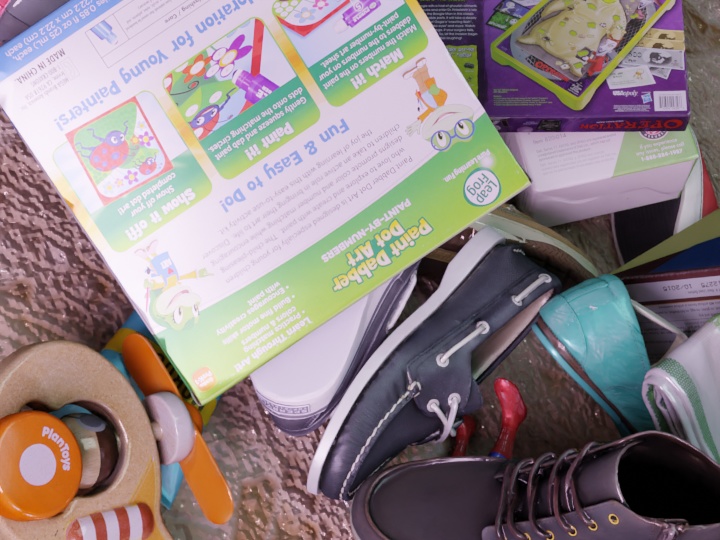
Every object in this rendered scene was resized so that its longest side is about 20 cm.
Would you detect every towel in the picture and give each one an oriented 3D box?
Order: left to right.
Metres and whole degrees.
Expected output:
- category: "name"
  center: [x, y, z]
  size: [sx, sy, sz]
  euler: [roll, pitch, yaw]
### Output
- category: "towel"
  center: [0.253, 0.076, 0.864]
  size: [0.199, 0.031, 0.150]
  euler: [-30, 103, -29]

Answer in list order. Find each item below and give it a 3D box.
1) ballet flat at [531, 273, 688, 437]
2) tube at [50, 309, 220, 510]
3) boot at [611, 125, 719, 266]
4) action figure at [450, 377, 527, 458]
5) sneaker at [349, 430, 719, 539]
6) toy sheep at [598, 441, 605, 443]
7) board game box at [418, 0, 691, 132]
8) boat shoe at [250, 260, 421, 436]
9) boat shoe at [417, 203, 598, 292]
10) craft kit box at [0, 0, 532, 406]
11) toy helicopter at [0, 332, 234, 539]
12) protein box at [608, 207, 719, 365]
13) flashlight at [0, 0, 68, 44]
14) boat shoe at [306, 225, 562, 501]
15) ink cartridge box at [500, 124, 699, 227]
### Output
- category: "ballet flat"
  center: [0.173, 0.073, 0.907]
  size: [0.200, 0.070, 0.068]
  euler: [50, 6, -38]
- category: "tube"
  center: [-0.087, 0.027, 0.820]
  size: [0.077, 0.050, 0.201]
  euler: [36, 52, -8]
- category: "boot"
  center: [0.257, -0.005, 1.111]
  size: [0.143, 0.072, 0.202]
  euler: [12, 65, -35]
- category: "action figure"
  center: [0.043, 0.144, 0.841]
  size: [0.052, 0.065, 0.201]
  euler: [54, 38, -32]
- category: "sneaker"
  center: [0.089, 0.111, 0.757]
  size: [0.198, 0.107, 0.075]
  euler: [5, 58, 10]
- category: "toy sheep"
  center: [0.134, 0.175, 0.856]
  size: [0.137, 0.138, 0.201]
  euler: [34, 32, -19]
- category: "board game box"
  center: [0.113, -0.148, 1.012]
  size: [0.198, 0.032, 0.121]
  euler: [0, 72, 3]
- category: "boat shoe"
  center: [0.000, 0.000, 0.861]
  size: [0.071, 0.068, 0.201]
  euler: [18, 66, 14]
- category: "boat shoe"
  center: [0.065, -0.029, 0.965]
  size: [0.199, 0.072, 0.077]
  euler: [21, 41, -29]
- category: "craft kit box"
  center: [-0.050, -0.071, 0.755]
  size: [0.199, 0.199, 0.049]
  euler: [57, -1, -6]
- category: "toy helicopter"
  center: [-0.105, 0.118, 0.728]
  size: [0.201, 0.078, 0.132]
  euler: [57, 48, -17]
- category: "protein box"
  center: [0.294, 0.055, 0.987]
  size: [0.198, 0.134, 0.202]
  euler: [-27, 101, -31]
- category: "flashlight"
  center: [-0.126, -0.099, 0.801]
  size: [0.200, 0.068, 0.068]
  euler: [44, 73, 0]
- category: "boat shoe"
  center: [0.044, 0.056, 0.856]
  size: [0.060, 0.076, 0.200]
  euler: [32, 62, 14]
- category: "ink cartridge box"
  center: [0.144, -0.140, 1.060]
  size: [0.116, 0.067, 0.202]
  euler: [-12, 69, -4]
